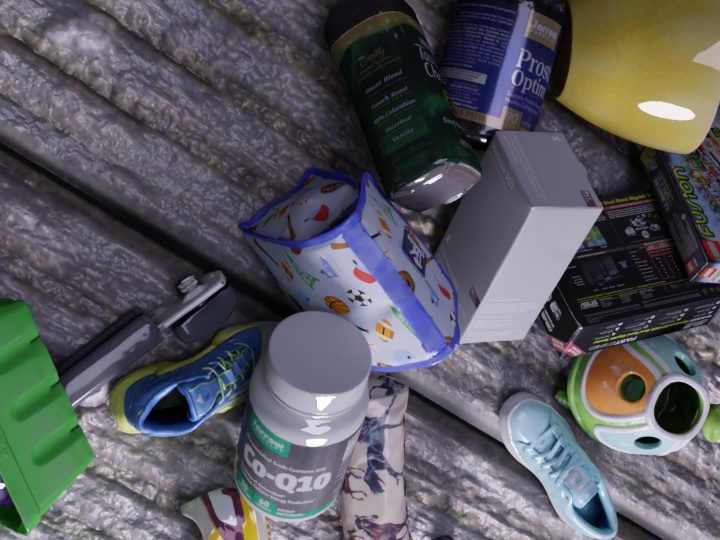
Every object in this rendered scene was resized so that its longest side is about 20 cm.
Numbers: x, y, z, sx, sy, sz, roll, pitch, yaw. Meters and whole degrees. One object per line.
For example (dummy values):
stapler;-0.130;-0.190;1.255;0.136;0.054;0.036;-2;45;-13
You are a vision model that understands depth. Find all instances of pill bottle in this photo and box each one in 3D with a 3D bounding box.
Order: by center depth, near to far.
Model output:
pill bottle;-0.054;0.137;1.080;0.112;0.114;0.201;-8;140;-21
pill bottle;0.141;-0.223;1.156;0.111;0.112;0.202;15;93;-24

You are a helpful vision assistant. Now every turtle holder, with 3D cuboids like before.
turtle holder;0.321;0.148;1.273;0.141;0.132;0.186;-42;111;-12

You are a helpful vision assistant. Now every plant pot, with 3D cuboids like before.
plant pot;0.273;-0.225;1.184;0.140;0.200;0.203;3;98;-4

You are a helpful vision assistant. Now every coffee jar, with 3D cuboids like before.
coffee jar;0.038;-0.162;1.086;0.085;0.104;0.202;-28;72;20

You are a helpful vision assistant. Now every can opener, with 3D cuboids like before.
can opener;-0.202;0.067;1.089;0.199;0.053;0.067;-34;111;-14

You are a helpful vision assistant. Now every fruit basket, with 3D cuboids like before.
fruit basket;-0.362;0.138;0.992;0.214;0.155;0.219;-1;92;-39

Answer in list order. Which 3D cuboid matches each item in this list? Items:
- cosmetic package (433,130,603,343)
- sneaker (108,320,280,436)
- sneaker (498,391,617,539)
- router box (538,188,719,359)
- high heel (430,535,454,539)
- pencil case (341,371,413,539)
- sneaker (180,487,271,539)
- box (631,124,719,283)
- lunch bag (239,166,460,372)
cosmetic package;0.148;-0.031;1.140;0.089;0.108;0.201;-3;138;-22
sneaker;-0.136;0.112;1.096;0.198;0.105;0.077;-24;107;-17
sneaker;0.230;0.218;1.281;0.074;0.082;0.201;-43;112;-12
router box;0.270;-0.001;1.228;0.198;0.062;0.151;-10;58;-21
high heel;0.046;0.341;1.189;0.198;0.142;0.072;-21;106;-19
pencil case;0.015;0.204;1.191;0.077;0.089;0.203;-2;100;4
sneaker;-0.130;0.316;1.156;0.089;0.075;0.203;-8;96;-13
box;0.374;-0.076;1.251;0.109;0.035;0.202;3;54;-24
lunch bag;0.000;0.000;1.084;0.124;0.200;0.171;-42;111;-11
